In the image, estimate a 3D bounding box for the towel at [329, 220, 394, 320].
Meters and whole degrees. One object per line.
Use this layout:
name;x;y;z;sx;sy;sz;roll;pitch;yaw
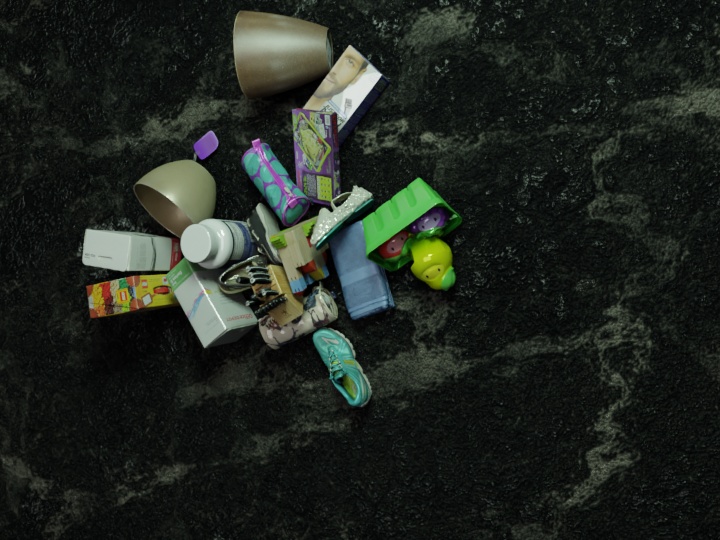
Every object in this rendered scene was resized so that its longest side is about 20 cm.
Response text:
towel;0.000;0.000;1.525;0.109;0.048;0.205;-18;85;21

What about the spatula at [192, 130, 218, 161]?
spatula;-0.426;-0.262;1.704;0.200;0.020;0.057;-46;63;19

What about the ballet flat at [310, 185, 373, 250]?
ballet flat;-0.052;-0.119;1.486;0.071;0.199;0.073;31;144;27

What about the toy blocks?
toy blocks;-0.119;-0.032;1.511;0.098;0.200;0.140;-15;101;22

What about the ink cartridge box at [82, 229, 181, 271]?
ink cartridge box;-0.553;-0.048;1.664;0.143;0.199;0.086;8;93;20

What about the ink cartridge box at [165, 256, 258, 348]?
ink cartridge box;-0.350;0.070;1.614;0.087;0.145;0.202;-38;78;19

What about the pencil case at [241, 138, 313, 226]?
pencil case;-0.194;-0.200;1.560;0.084;0.093;0.201;-28;64;-20

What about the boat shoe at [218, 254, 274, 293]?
boat shoe;-0.235;0.004;1.574;0.196;0.065;0.075;-23;88;-8

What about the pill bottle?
pill bottle;-0.324;-0.061;1.572;0.108;0.199;0.115;0;91;21

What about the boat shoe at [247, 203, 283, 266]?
boat shoe;-0.215;-0.072;1.567;0.060;0.073;0.202;-44;50;17

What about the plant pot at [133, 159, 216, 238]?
plant pot;-0.422;-0.183;1.634;0.197;0.202;0.136;27;65;19

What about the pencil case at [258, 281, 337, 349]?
pencil case;-0.145;0.108;1.570;0.197;0.077;0.091;-28;69;20

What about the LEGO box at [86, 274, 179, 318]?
LEGO box;-0.539;0.060;1.661;0.145;0.199;0.080;-10;88;21

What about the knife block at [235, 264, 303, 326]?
knife block;-0.197;0.023;1.481;0.063;0.202;0.176;-28;122;17

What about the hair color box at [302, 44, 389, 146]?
hair color box;-0.040;-0.383;1.526;0.109;0.065;0.201;44;104;15

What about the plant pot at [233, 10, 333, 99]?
plant pot;-0.163;-0.485;1.526;0.194;0.187;0.193;-1;91;7

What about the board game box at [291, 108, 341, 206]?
board game box;-0.098;-0.253;1.521;0.118;0.032;0.206;13;117;32

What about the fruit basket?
fruit basket;0.123;-0.055;1.433;0.211;0.155;0.222;-9;72;29

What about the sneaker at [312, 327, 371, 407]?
sneaker;-0.043;0.215;1.530;0.077;0.079;0.202;-40;77;17
